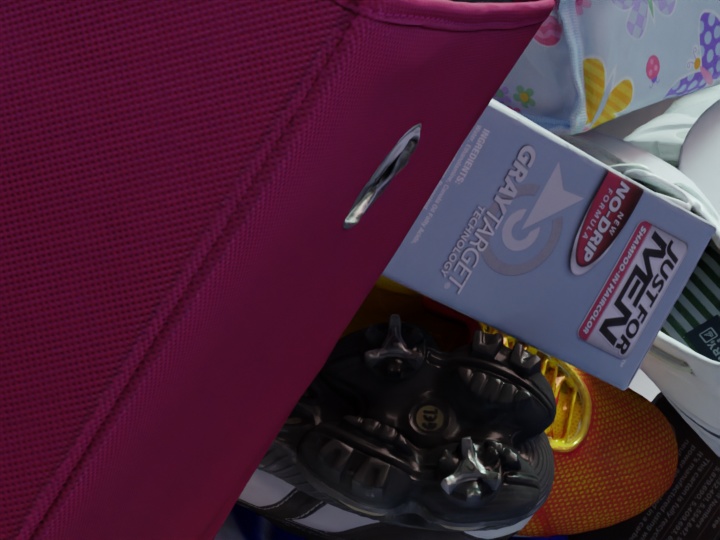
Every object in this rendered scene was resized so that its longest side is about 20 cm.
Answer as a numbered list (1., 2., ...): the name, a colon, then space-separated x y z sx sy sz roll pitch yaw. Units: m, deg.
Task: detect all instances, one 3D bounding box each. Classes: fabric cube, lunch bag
1. fabric cube: -0.101 -0.031 0.598 0.200 0.200 0.196 34 12 9
2. lunch bag: 0.056 -0.135 1.055 0.199 0.128 0.169 14 22 40

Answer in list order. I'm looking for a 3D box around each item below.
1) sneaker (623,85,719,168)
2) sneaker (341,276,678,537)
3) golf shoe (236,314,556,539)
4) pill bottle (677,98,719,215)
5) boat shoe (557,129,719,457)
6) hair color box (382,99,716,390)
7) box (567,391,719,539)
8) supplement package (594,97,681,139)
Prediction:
1. sneaker: 0.211 -0.060 1.159 0.199 0.100 0.078 12 -37 38
2. sneaker: 0.036 0.045 0.899 0.199 0.073 0.077 20 -20 -32
3. golf shoe: -0.040 0.043 0.803 0.199 0.078 0.095 22 -24 11
4. pill bottle: 0.183 0.022 1.087 0.114 0.114 0.200 42 -22 37
5. boat shoe: 0.104 -0.009 0.957 0.200 0.073 0.067 44 -11 45
6. hair color box: -0.001 -0.039 0.783 0.199 0.061 0.099 25 7 -35
7. box: 0.179 0.134 0.962 0.100 0.075 0.200 20 16 -47
8. supplement package: 0.102 -0.098 1.300 0.155 0.200 0.111 34 -15 11
